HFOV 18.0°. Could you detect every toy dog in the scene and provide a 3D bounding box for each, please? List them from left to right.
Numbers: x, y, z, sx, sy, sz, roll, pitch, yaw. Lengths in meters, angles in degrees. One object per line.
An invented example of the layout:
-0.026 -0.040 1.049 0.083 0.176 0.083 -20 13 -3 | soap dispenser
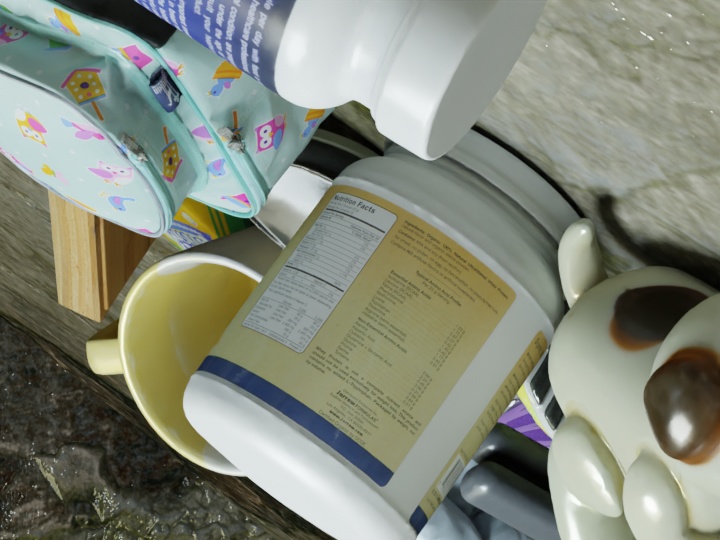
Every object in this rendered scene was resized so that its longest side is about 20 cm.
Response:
0.174 0.058 1.075 0.200 0.139 0.195 168 86 -76 | toy dog

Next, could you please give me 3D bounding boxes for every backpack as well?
-0.115 -0.107 1.169 0.175 0.154 0.200 21 168 35 | backpack

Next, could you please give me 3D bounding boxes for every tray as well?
-0.155 -0.062 1.424 0.037 0.099 0.200 24 149 11 | tray

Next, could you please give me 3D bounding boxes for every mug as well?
-0.071 0.026 1.483 0.186 0.153 0.150 27 121 17 | mug

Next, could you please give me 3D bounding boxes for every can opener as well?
0.154 0.145 1.307 0.199 0.054 0.067 30 144 -21 | can opener

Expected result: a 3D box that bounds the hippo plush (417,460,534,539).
0.110 0.204 1.621 0.200 0.159 0.161 41 158 19 | hippo plush

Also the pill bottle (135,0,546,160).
-0.029 -0.135 0.891 0.200 0.116 0.116 34 168 13 | pill bottle

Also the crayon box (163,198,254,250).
-0.122 -0.057 1.594 0.200 0.052 0.126 44 166 -30 | crayon box

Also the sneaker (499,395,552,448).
0.094 0.088 1.462 0.199 0.084 0.081 31 167 28 | sneaker

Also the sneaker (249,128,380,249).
0.000 0.000 1.297 0.199 0.107 0.075 32 133 -11 | sneaker

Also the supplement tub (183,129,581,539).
0.017 0.032 1.186 0.144 0.200 0.144 34 168 9 | supplement tub

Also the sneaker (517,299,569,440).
0.137 0.080 1.330 0.200 0.078 0.090 44 168 -35 | sneaker
